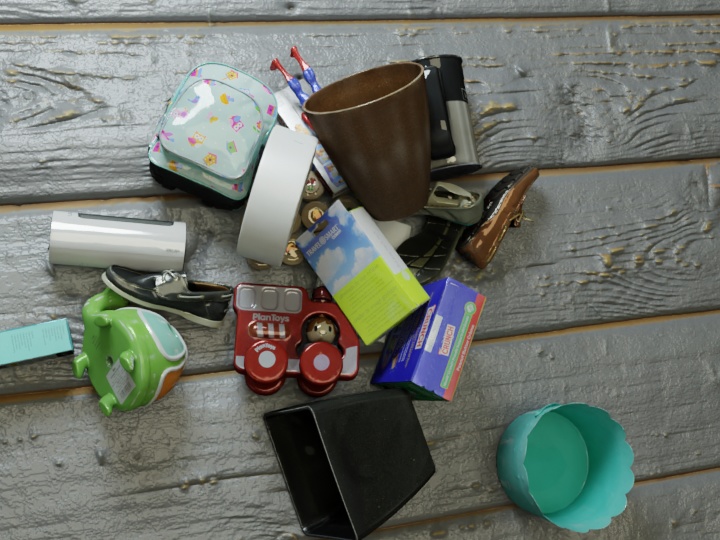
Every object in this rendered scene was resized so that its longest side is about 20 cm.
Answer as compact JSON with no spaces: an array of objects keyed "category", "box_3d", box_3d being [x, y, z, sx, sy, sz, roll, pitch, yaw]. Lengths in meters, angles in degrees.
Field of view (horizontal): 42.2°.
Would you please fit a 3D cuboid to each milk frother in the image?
[{"category":"milk frother","box_3d":[0.080,-0.244,1.547,0.199,0.180,0.189,-13,84,26]}]

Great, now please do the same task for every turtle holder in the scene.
[{"category":"turtle holder","box_3d":[-0.340,0.118,1.372,0.131,0.185,0.142,-10,119,-49]}]

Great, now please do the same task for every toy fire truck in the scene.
[{"category":"toy fire truck","box_3d":[-0.100,0.102,1.439,0.199,0.112,0.169,3,72,-5]}]

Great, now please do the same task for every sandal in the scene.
[{"category":"sandal","box_3d":[0.117,-0.033,1.543,0.080,0.057,0.201,32,53,14]}]

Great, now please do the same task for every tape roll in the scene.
[{"category":"tape roll","box_3d":[-0.123,-0.110,1.394,0.070,0.202,0.204,17,78,-3]}]

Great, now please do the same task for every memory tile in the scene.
[{"category":"memory tile","box_3d":[-0.096,-0.085,1.504,0.199,0.017,0.154,-9,82,-9]}]

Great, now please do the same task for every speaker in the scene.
[{"category":"speaker","box_3d":[-0.365,-0.041,1.405,0.199,0.081,0.082,5,81,-15]}]

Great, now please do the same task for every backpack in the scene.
[{"category":"backpack","box_3d":[-0.221,-0.218,1.438,0.175,0.153,0.201,23,70,-6]}]

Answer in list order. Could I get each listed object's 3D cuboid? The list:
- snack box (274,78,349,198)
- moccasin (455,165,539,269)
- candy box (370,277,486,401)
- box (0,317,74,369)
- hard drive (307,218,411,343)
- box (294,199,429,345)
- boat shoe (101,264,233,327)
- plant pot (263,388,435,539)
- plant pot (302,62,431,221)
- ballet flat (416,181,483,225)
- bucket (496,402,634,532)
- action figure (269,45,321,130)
[{"category":"snack box","box_3d":[-0.070,-0.216,1.519,0.072,0.024,0.201,-30,77,-18]},{"category":"moccasin","box_3d":[0.246,-0.093,1.591,0.078,0.074,0.202,39,71,-17]},{"category":"candy box","box_3d":[0.103,0.112,1.453,0.077,0.200,0.170,25,77,-11]},{"category":"box","box_3d":[-0.516,0.115,1.339,0.199,0.082,0.049,-12,85,-17]},{"category":"hard drive","box_3d":[-0.002,0.005,1.529,0.131,0.026,0.201,16,78,-13]},{"category":"box","box_3d":[0.000,0.000,1.431,0.200,0.122,0.048,54,34,7]},{"category":"boat shoe","box_3d":[-0.288,0.024,1.405,0.199,0.072,0.068,19,109,-26]},{"category":"plant pot","box_3d":[-0.008,0.275,1.413,0.177,0.199,0.201,-20,88,-29]},{"category":"plant pot","box_3d":[0.033,-0.184,1.408,0.186,0.187,0.201,-28,116,-18]},{"category":"ballet flat","box_3d":[0.105,-0.122,1.538,0.199,0.064,0.068,9,40,0]},{"category":"bucket","box_3d":[0.329,0.315,1.522,0.206,0.135,0.209,2,83,-16]},{"category":"action figure","box_3d":[-0.065,-0.262,1.498,0.065,0.052,0.200,-34,83,-16]}]
